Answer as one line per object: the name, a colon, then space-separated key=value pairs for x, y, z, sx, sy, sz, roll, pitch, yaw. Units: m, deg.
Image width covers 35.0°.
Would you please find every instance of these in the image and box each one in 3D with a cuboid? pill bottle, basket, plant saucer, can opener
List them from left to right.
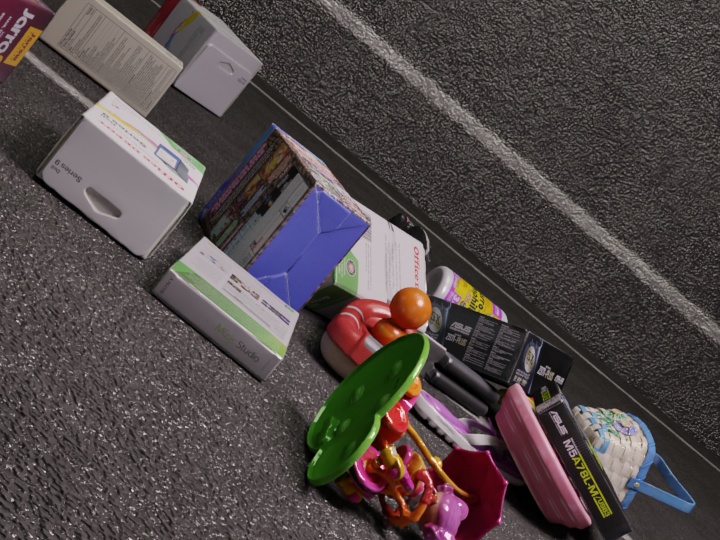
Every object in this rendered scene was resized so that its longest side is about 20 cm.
can opener: x=0.118 y=0.138 z=1.672 sx=0.200 sy=0.053 sz=0.067 roll=37 pitch=11 yaw=-27
pill bottle: x=0.190 y=0.088 z=2.029 sx=0.200 sy=0.104 sz=0.104 roll=37 pitch=10 yaw=-20
plant saucer: x=0.229 y=0.245 z=1.470 sx=0.202 sy=0.051 sz=0.201 roll=61 pitch=5 yaw=-8
basket: x=0.425 y=0.308 z=1.826 sx=0.199 sy=0.140 sz=0.176 roll=27 pitch=12 yaw=-16

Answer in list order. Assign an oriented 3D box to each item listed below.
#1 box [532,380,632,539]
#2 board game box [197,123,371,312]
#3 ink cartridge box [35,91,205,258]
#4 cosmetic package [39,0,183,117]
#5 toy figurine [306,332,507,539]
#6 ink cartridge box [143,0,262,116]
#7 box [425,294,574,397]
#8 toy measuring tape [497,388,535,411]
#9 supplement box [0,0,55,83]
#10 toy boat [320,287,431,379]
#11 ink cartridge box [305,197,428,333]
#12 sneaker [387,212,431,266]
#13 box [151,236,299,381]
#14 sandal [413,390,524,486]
box: x=0.300 y=0.256 z=1.565 sx=0.194 sy=0.047 sz=0.200 roll=60 pitch=7 yaw=3
board game box: x=-0.099 y=-0.064 z=1.423 sx=0.097 sy=0.160 sz=0.200 roll=35 pitch=11 yaw=-32
ink cartridge box: x=-0.254 y=-0.108 z=1.243 sx=0.145 sy=0.088 sz=0.200 roll=39 pitch=11 yaw=-12
cosmetic package: x=-0.382 y=-0.340 z=1.759 sx=0.200 sy=0.105 sz=0.071 roll=39 pitch=8 yaw=-17
toy figurine: x=0.057 y=0.188 z=1.053 sx=0.184 sy=0.150 sz=0.200 roll=48 pitch=30 yaw=-12
ink cartridge box: x=-0.325 y=-0.440 z=2.303 sx=0.145 sy=0.145 sz=0.200 roll=30 pitch=13 yaw=-48
box: x=0.204 y=0.124 z=1.776 sx=0.199 sy=0.087 sz=0.163 roll=20 pitch=-5 yaw=40
toy measuring tape: x=0.263 y=0.248 z=1.688 sx=0.200 sy=0.074 sz=0.073 roll=52 pitch=14 yaw=30
supplement box: x=-0.443 y=-0.288 z=1.254 sx=0.086 sy=0.111 sz=0.200 roll=42 pitch=10 yaw=11
toy boat: x=0.037 y=0.076 z=1.397 sx=0.130 sy=0.131 sz=0.200 roll=41 pitch=10 yaw=0
ink cartridge box: x=0.000 y=0.000 z=1.556 sx=0.200 sy=0.084 sz=0.147 roll=31 pitch=49 yaw=-43
sneaker: x=0.122 y=-0.054 z=2.511 sx=0.086 sy=0.080 sz=0.200 roll=47 pitch=11 yaw=-30
box: x=-0.137 y=0.035 z=1.206 sx=0.144 sy=0.036 sz=0.200 roll=40 pitch=8 yaw=-5
sandal: x=0.150 y=0.211 z=1.468 sx=0.202 sy=0.050 sz=0.083 roll=37 pitch=11 yaw=-21
